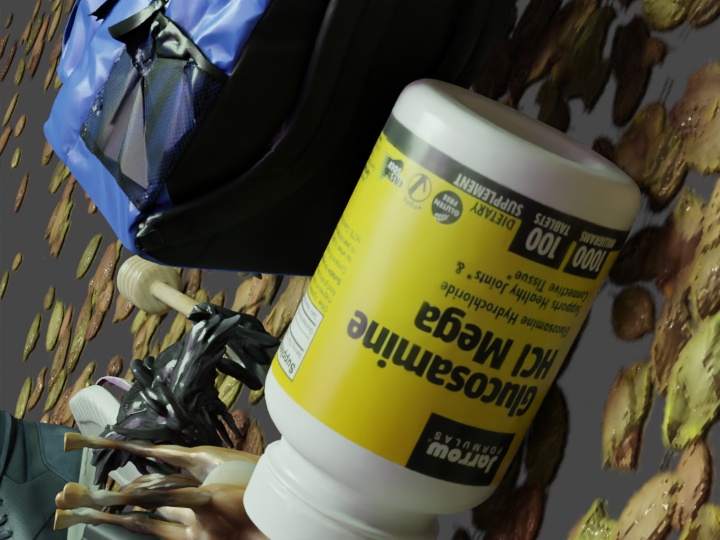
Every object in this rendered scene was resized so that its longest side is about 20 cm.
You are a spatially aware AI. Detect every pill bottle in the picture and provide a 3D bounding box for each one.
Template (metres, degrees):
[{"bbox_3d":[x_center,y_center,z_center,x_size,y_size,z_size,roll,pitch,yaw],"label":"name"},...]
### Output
[{"bbox_3d":[0.029,0.030,0.833,0.200,0.112,0.112,-65,21,13],"label":"pill bottle"}]

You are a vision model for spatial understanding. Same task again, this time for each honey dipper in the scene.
[{"bbox_3d":[-0.122,0.024,1.324,0.200,0.038,0.038,26,95,66],"label":"honey dipper"}]

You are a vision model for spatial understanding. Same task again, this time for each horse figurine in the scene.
[{"bbox_3d":[-0.076,0.112,0.916,0.200,0.132,0.050,-164,84,-80],"label":"horse figurine"}]

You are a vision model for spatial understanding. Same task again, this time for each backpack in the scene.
[{"bbox_3d":[-0.039,-0.117,0.876,0.168,0.162,0.200,49,120,28],"label":"backpack"}]

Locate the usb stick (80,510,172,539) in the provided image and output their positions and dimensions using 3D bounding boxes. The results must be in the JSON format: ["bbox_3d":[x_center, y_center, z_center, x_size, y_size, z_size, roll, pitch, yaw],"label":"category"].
[{"bbox_3d":[-0.076,0.152,0.948,0.200,0.055,0.033,14,100,58],"label":"usb stick"}]

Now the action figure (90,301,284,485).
[{"bbox_3d":[-0.078,0.075,1.063,0.119,0.102,0.200,-54,2,8],"label":"action figure"}]

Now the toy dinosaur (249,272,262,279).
[{"bbox_3d":[-0.085,-0.071,1.162,0.200,0.136,0.102,40,94,25],"label":"toy dinosaur"}]

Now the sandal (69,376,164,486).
[{"bbox_3d":[-0.153,0.103,1.293,0.050,0.083,0.203,-28,12,-15],"label":"sandal"}]

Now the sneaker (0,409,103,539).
[{"bbox_3d":[-0.263,0.188,1.360,0.077,0.146,0.202,-42,35,47],"label":"sneaker"}]

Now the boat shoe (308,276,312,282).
[{"bbox_3d":[-0.003,0.001,0.989,0.075,0.075,0.202,-21,52,63],"label":"boat shoe"}]
